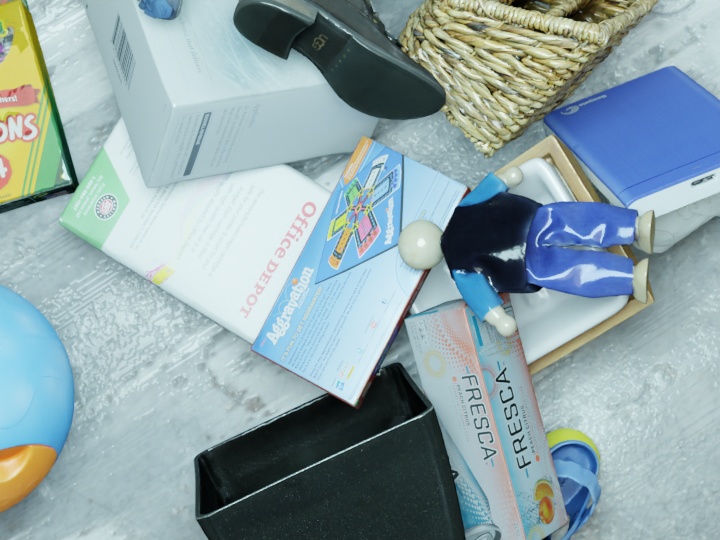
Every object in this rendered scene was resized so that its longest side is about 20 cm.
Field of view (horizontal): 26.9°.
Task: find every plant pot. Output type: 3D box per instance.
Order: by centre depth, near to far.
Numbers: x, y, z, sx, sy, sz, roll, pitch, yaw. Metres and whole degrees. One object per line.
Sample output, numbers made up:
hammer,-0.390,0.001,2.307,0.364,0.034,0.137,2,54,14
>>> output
plant pot,-0.012,0.212,1.233,0.199,0.200,0.179,-23,99,-3

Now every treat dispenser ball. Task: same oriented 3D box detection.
treat dispenser ball,-0.332,0.104,1.216,0.199,0.201,0.203,0,86,-2

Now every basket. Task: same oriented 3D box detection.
basket,0.135,-0.210,1.241,0.143,0.200,0.149,47,122,4

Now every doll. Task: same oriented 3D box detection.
doll,0.124,-0.014,1.166,0.198,0.048,0.138,5,73,16

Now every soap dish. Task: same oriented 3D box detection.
soap dish,0.133,0.001,1.263,0.199,0.081,0.158,-34,85,33

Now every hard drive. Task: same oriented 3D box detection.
hard drive,0.247,-0.110,1.264,0.131,0.200,0.026,-21,118,-3

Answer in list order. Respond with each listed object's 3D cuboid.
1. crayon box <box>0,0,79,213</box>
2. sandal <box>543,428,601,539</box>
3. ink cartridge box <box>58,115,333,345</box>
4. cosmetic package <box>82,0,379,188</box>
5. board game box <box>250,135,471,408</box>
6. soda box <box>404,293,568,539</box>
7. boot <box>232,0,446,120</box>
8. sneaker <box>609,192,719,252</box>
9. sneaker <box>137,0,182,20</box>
crayon box,-0.334,-0.150,1.312,0.126,0.051,0.202,-17,86,-3
sandal,0.145,0.227,1.284,0.079,0.087,0.201,27,87,-4
ink cartridge box,-0.133,-0.046,1.293,0.199,0.088,0.146,31,85,2
cosmetic package,-0.101,-0.196,1.233,0.198,0.123,0.201,-12,66,-25
board game box,0.000,0.000,1.230,0.102,0.019,0.201,27,86,16
soda box,0.102,0.122,1.219,0.063,0.068,0.202,-17,93,-46
boot,-0.004,-0.226,1.158,0.199,0.069,0.175,29,55,-24
sneaker,0.293,-0.079,1.268,0.199,0.099,0.078,-24,82,-36
sneaker,-0.118,-0.271,1.155,0.085,0.077,0.201,17,58,-14
